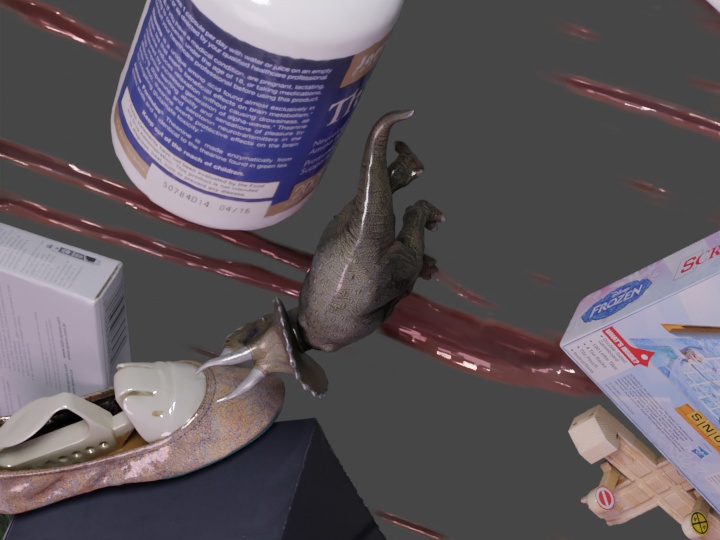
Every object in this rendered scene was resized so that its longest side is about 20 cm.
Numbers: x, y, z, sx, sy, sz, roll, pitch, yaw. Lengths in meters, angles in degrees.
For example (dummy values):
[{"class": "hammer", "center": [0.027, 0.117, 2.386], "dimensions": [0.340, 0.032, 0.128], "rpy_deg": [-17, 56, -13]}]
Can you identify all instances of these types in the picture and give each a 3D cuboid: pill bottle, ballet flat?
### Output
[{"class": "pill bottle", "center": [-0.042, -0.118, 0.974], "dimensions": [0.111, 0.111, 0.200], "rpy_deg": [30, 140, 2]}, {"class": "ballet flat", "center": [-0.143, 0.090, 1.231], "dimensions": [0.199, 0.068, 0.067], "rpy_deg": [-21, 134, 10]}]

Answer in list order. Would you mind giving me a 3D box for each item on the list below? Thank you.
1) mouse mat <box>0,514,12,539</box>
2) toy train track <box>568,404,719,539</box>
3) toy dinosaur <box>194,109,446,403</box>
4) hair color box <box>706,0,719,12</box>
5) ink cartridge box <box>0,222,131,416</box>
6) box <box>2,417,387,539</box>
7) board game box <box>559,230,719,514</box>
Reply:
[{"class": "mouse mat", "center": [-0.200, 0.212, 1.341], "dimensions": [0.007, 0.201, 0.161], "rpy_deg": [-25, 161, 4]}, {"class": "toy train track", "center": [0.190, 0.151, 1.160], "dimensions": [0.200, 0.033, 0.115], "rpy_deg": [40, 139, -12]}, {"class": "toy dinosaur", "center": [0.000, 0.000, 1.073], "dimensions": [0.077, 0.103, 0.200], "rpy_deg": [35, 141, -5]}, {"class": "hair color box", "center": [0.131, -0.187, 0.836], "dimensions": [0.200, 0.061, 0.100], "rpy_deg": [39, 140, -9]}, {"class": "ink cartridge box", "center": [-0.234, 0.044, 1.308], "dimensions": [0.199, 0.041, 0.200], "rpy_deg": [17, 139, 14]}, {"class": "box", "center": [-0.089, 0.195, 1.289], "dimensions": [0.199, 0.104, 0.183], "rpy_deg": [-9, 131, 26]}, {"class": "board game box", "center": [0.233, 0.059, 1.032], "dimensions": [0.200, 0.041, 0.199], "rpy_deg": [46, 136, -16]}]
